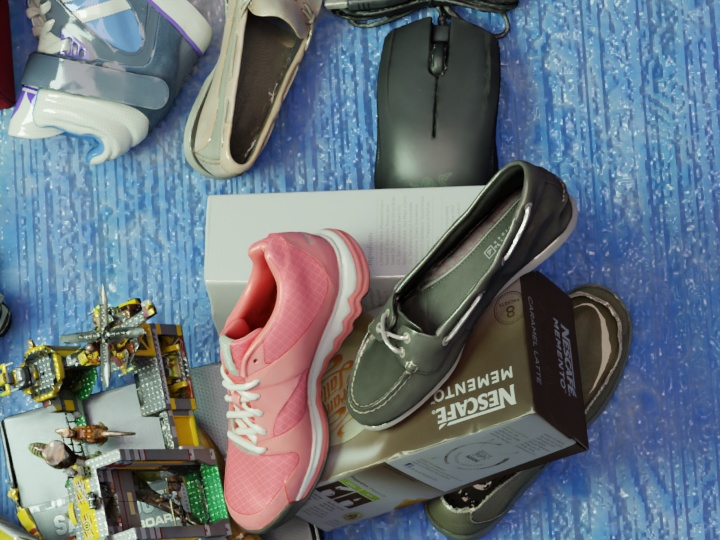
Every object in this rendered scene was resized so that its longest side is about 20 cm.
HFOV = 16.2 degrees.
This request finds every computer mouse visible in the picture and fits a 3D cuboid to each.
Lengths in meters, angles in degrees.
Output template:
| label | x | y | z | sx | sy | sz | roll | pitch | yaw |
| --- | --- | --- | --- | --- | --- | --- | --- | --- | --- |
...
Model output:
| label | x | y | z | sx | sy | sz | roll | pitch | yaw |
| --- | --- | --- | --- | --- | --- | --- | --- | --- | --- |
| computer mouse | 0.047 | -0.116 | 1.743 | 0.137 | 0.053 | 0.202 | -3 | 83 | 4 |

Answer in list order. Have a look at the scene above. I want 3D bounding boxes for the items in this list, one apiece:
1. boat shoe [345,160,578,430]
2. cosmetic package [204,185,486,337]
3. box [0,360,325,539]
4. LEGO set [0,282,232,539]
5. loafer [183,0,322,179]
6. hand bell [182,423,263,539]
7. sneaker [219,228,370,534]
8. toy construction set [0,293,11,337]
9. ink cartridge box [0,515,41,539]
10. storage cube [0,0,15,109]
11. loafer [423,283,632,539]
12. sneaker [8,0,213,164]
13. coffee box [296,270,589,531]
| label | x | y | z | sx | sy | sz | roll | pitch | yaw |
| --- | --- | --- | --- | --- | --- | --- | --- | --- | --- |
| boat shoe | 0.052 | 0.011 | 1.588 | 0.200 | 0.057 | 0.067 | -48 | 48 | 3 |
| cosmetic package | 0.000 | 0.000 | 1.701 | 0.198 | 0.102 | 0.072 | -2 | 60 | 4 |
| box | -0.132 | 0.154 | 1.725 | 0.199 | 0.051 | 0.159 | -13 | 81 | 2 |
| LEGO set | -0.176 | 0.116 | 1.625 | 0.153 | 0.116 | 0.202 | -11 | 80 | 34 |
| loafer | -0.063 | -0.157 | 1.744 | 0.072 | 0.063 | 0.201 | 19 | 88 | -25 |
| hand bell | -0.076 | 0.174 | 1.662 | 0.104 | 0.104 | 0.201 | -32 | 69 | 0 |
| sneaker | -0.064 | 0.066 | 1.603 | 0.074 | 0.086 | 0.202 | 19 | 97 | 44 |
| toy construction set | -0.319 | 0.042 | 1.742 | 0.130 | 0.092 | 0.201 | 24 | 96 | 8 |
| ink cartridge box | -0.292 | 0.245 | 1.667 | 0.047 | 0.197 | 0.201 | 30 | 83 | -33 |
| storage cube | -0.340 | -0.199 | 1.724 | 0.170 | 0.180 | 0.202 | -6 | 83 | 4 |
| loafer | 0.115 | 0.097 | 1.701 | 0.075 | 0.070 | 0.201 | 34 | 87 | 8 |
| sneaker | -0.213 | -0.166 | 1.738 | 0.200 | 0.081 | 0.147 | 40 | 80 | -14 |
| coffee box | 0.040 | 0.083 | 1.651 | 0.199 | 0.080 | 0.115 | -19 | 59 | 26 |
